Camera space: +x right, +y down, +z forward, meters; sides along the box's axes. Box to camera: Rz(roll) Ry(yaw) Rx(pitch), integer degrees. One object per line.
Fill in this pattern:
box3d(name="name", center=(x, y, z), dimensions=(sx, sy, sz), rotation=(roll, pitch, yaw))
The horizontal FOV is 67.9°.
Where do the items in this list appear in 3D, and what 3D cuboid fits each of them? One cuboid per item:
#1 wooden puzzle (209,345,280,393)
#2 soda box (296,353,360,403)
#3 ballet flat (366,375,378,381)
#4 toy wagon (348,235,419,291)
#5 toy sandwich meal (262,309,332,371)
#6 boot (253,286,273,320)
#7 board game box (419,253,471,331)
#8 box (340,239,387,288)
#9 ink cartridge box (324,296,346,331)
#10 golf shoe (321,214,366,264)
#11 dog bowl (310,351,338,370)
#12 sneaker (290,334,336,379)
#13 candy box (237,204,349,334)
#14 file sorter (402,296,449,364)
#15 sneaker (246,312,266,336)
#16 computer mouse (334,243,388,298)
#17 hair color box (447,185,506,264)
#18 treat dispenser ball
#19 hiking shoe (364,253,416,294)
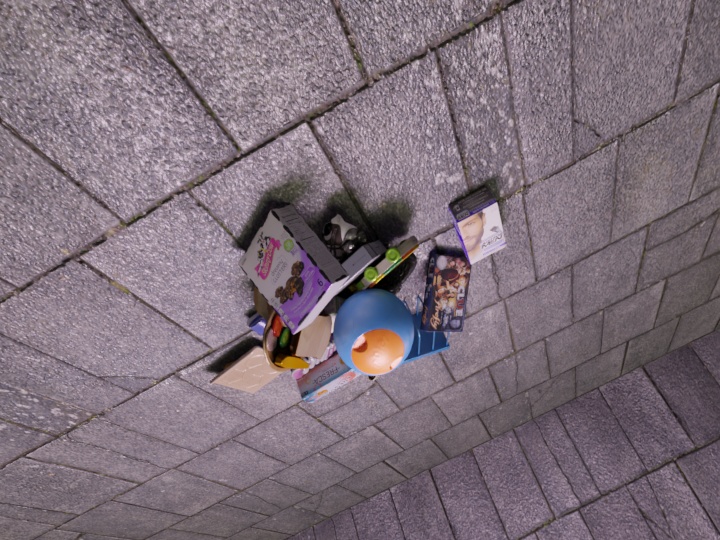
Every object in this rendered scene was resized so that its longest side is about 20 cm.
box3d(name="wooden puzzle", center=(-0.304, 0.276, 1.526), dimensions=(0.183, 0.047, 0.199), rotation=(-36, 147, 18))
box3d(name="soda box", center=(-0.087, 0.306, 1.556), dimensions=(0.197, 0.070, 0.064), rotation=(-32, 147, 11))
box3d(name="ballet flat", center=(0.034, 0.234, 1.514), dimensions=(0.075, 0.066, 0.205), rotation=(-48, 143, -45))
box3d(name="toy wagon", center=(0.054, -0.008, 1.263), dimensions=(0.199, 0.040, 0.155), rotation=(-42, 176, 20))
box3d(name="toy sandwich meal", center=(-0.149, 0.154, 1.274), dimensions=(0.203, 0.069, 0.212), rotation=(-26, 122, -51))
box3d(name="boot", center=(-0.187, 0.085, 1.322), dimensions=(0.143, 0.069, 0.208), rotation=(-28, 119, -51))
box3d(name="board game box", center=(0.233, 0.062, 1.449), dimensions=(0.132, 0.034, 0.207), rotation=(3, 95, -34))
box3d(name="box", center=(-0.019, -0.001, 1.226), dimensions=(0.155, 0.041, 0.200), rotation=(-41, 176, 14))
box3d(name="ink cartridge box", center=(-0.046, 0.132, 1.446), dimensions=(0.143, 0.049, 0.198), rotation=(-25, 148, 34))
box3d(name="golf shoe", center=(-0.046, -0.067, 1.213), dimensions=(0.077, 0.095, 0.200), rotation=(-40, 176, -24))
box3d(name="dog bowl", center=(-0.083, 0.293, 1.656), dimensions=(0.194, 0.060, 0.203), rotation=(-15, 144, -11))
box3d(name="sneaker", center=(-0.134, 0.219, 1.521), dimensions=(0.197, 0.089, 0.082), rotation=(-27, 153, -35))
box3d(name="candy box", center=(-0.143, -0.003, 1.115), dimensions=(0.168, 0.201, 0.071), rotation=(-49, 166, 34))
box3d(name="file sorter", center=(0.148, 0.166, 1.557), dimensions=(0.194, 0.141, 0.124), rotation=(-16, 141, -9))
box3d(name="sneaker", center=(-0.199, 0.179, 1.394), dimensions=(0.080, 0.117, 0.199), rotation=(-34, 143, 16))
box3d(name="computer mouse", center=(0.000, 0.000, 1.357), dimensions=(0.200, 0.034, 0.058), rotation=(-46, 148, 18))
box3d(name="hair color box", center=(0.298, -0.109, 1.349), dimensions=(0.107, 0.066, 0.201), rotation=(-27, 143, 7))
box3d(name="treat dispenser ball", center=(0.031, 0.147, 1.286), dimensions=(0.195, 0.204, 0.203), rotation=(-15, 144, -11))
box3d(name="hiking shoe", center=(0.079, 0.021, 1.397), dimensions=(0.200, 0.076, 0.100), rotation=(-47, 168, 23))
